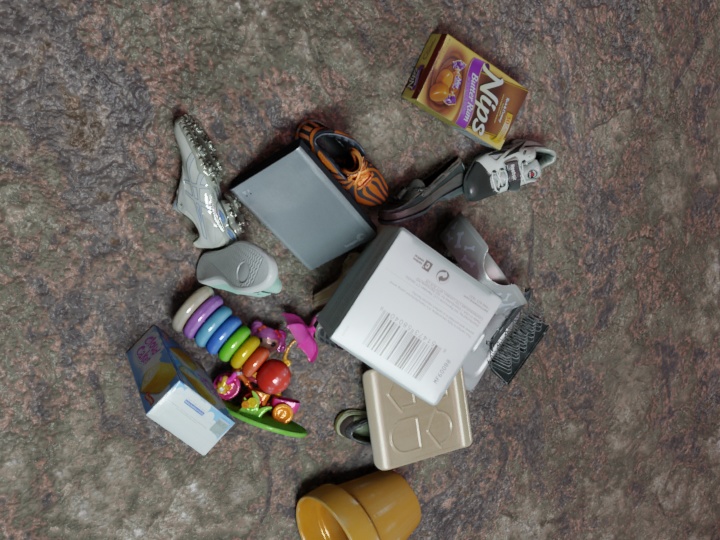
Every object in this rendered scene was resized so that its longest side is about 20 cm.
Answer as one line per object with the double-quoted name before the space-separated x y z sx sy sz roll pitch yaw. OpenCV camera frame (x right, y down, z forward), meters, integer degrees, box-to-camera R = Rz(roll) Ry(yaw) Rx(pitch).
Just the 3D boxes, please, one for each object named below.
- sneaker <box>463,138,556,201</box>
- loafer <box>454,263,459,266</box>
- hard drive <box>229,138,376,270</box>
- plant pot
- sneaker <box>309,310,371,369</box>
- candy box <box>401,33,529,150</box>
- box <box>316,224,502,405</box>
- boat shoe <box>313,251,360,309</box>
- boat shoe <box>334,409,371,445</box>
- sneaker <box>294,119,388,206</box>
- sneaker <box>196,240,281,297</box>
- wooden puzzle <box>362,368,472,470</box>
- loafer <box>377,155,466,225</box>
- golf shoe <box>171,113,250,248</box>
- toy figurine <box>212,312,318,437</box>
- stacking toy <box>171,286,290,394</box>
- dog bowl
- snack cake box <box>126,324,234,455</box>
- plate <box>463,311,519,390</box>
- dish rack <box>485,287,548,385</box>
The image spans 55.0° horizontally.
"sneaker" 0.266 -0.178 1.219 0.200 0.088 0.074 -34 124 -27
"loafer" 0.141 0.072 1.250 0.200 0.070 0.075 -53 158 -27
"hard drive" -0.086 -0.097 1.088 0.139 0.033 0.200 -27 126 25
"plant pot" 0.009 0.475 1.310 0.183 0.200 0.201 -21 118 -35
"sneaker" 0.004 0.124 1.222 0.200 0.087 0.074 23 100 -32
"candy box" 0.181 -0.300 1.175 0.200 0.056 0.117 21 97 -33
"box" 0.071 0.062 1.086 0.199 0.171 0.200 34 88 -11
"boat shoe" 0.000 0.000 1.195 0.200 0.072 0.065 -30 84 -2
"boat shoe" 0.049 0.307 1.328 0.200 0.066 0.072 9 104 -29
"sneaker" -0.014 -0.155 1.095 0.200 0.112 0.078 34 92 -33
"sneaker" -0.151 0.003 1.045 0.118 0.200 0.074 14 83 -38
"wooden puzzle" 0.104 0.259 1.298 0.199 0.046 0.186 -8 91 -21
"loafer" 0.104 -0.139 1.183 0.200 0.072 0.063 -28 119 -31
"golf shoe" -0.244 -0.123 1.015 0.097 0.078 0.200 -18 103 11
"toy figurine" -0.154 0.156 1.156 0.199 0.150 0.185 20 85 -7
"stacking toy" -0.191 0.117 1.068 0.200 0.085 0.085 40 88 3
"dog bowl" 0.212 -0.008 1.225 0.059 0.200 0.200 -36 122 6
"snack cake box" -0.273 0.174 1.034 0.067 0.200 0.115 -46 122 -5
"plate" 0.212 0.129 1.365 0.200 0.032 0.200 30 93 -33
"dish rack" 0.304 0.125 1.342 0.154 0.054 0.200 -52 155 -14
